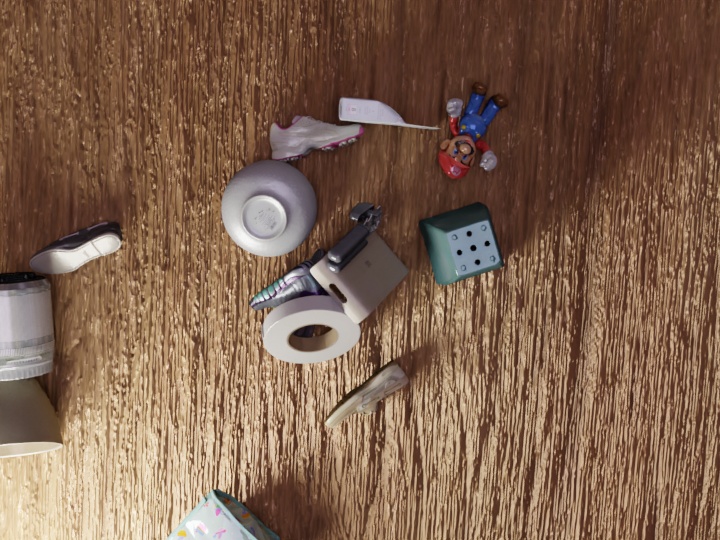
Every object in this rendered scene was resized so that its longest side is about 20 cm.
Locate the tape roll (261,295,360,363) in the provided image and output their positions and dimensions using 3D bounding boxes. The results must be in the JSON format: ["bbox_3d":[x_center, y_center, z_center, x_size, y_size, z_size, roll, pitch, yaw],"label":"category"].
[{"bbox_3d":[-0.099,0.122,1.676,0.200,0.204,0.037,-10,54,-1],"label":"tape roll"}]

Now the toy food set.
[{"bbox_3d":[0.000,0.000,1.674,0.144,0.200,0.060,49,136,-4],"label":"toy food set"}]

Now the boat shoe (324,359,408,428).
[{"bbox_3d":[0.013,0.274,1.744,0.199,0.072,0.065,-39,93,-4],"label":"boat shoe"}]

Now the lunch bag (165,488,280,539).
[{"bbox_3d":[-0.293,0.576,1.734,0.200,0.122,0.170,44,93,-10],"label":"lunch bag"}]

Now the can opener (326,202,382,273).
[{"bbox_3d":[-0.018,-0.071,1.637,0.066,0.200,0.054,25,133,19],"label":"can opener"}]

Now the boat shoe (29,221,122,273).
[{"bbox_3d":[-0.586,-0.048,1.715,0.198,0.057,0.067,-18,131,4],"label":"boat shoe"}]

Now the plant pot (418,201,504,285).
[{"bbox_3d":[0.212,-0.050,1.657,0.140,0.200,0.143,-17,95,-1],"label":"plant pot"}]

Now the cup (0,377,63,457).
[{"bbox_3d":[-0.711,0.294,1.679,0.198,0.200,0.145,-8,74,-1],"label":"cup"}]

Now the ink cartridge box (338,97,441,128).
[{"bbox_3d":[0.056,-0.313,1.651,0.198,0.163,0.058,1,99,-2],"label":"ink cartridge box"}]

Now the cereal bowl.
[{"bbox_3d":[-0.189,-0.119,1.675,0.198,0.083,0.202,1,109,3],"label":"cereal bowl"}]

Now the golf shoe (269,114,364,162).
[{"bbox_3d":[-0.093,-0.283,1.695,0.198,0.075,0.093,-14,92,-1],"label":"golf shoe"}]

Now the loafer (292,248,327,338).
[{"bbox_3d":[-0.099,0.053,1.730,0.062,0.072,0.202,19,101,-21],"label":"loafer"}]

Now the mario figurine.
[{"bbox_3d":[0.229,-0.280,1.683,0.123,0.106,0.202,24,85,31],"label":"mario figurine"}]

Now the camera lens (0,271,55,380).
[{"bbox_3d":[-0.702,0.108,1.664,0.158,0.160,0.202,-3,95,-1],"label":"camera lens"}]

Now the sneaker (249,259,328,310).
[{"bbox_3d":[-0.149,0.058,1.676,0.199,0.074,0.088,-32,92,44],"label":"sneaker"}]
